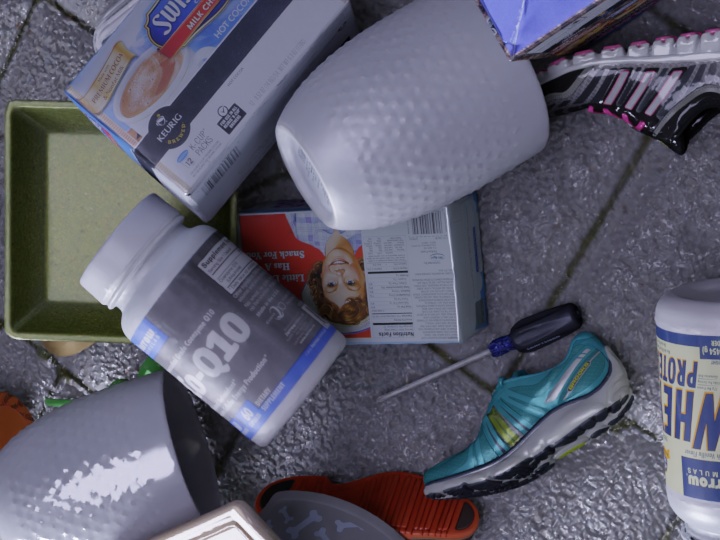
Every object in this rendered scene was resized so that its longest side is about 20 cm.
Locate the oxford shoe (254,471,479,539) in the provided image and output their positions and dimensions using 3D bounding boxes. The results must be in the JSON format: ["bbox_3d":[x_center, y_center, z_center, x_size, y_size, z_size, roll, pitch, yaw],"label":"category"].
[{"bbox_3d":[0.010,0.220,1.606,0.198,0.071,0.073,2,126,23],"label":"oxford shoe"}]

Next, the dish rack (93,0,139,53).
[{"bbox_3d":[-0.134,-0.187,1.603,0.199,0.043,0.173,-33,85,25],"label":"dish rack"}]

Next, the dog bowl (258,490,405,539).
[{"bbox_3d":[-0.036,0.281,1.587,0.198,0.059,0.202,13,129,17],"label":"dog bowl"}]

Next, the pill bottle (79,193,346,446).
[{"bbox_3d":[-0.120,0.037,1.507,0.199,0.114,0.114,39,113,0],"label":"pill bottle"}]

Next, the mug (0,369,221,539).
[{"bbox_3d":[-0.219,0.197,1.643,0.174,0.201,0.149,-18,51,5],"label":"mug"}]

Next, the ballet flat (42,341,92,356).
[{"bbox_3d":[-0.233,0.011,1.671,0.200,0.063,0.069,-43,83,25],"label":"ballet flat"}]

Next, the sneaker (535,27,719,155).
[{"bbox_3d":[0.218,-0.129,1.433,0.198,0.074,0.089,-8,90,21],"label":"sneaker"}]

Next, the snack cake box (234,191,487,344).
[{"bbox_3d":[0.000,0.000,1.561,0.198,0.067,0.116,-1,100,25],"label":"snack cake box"}]

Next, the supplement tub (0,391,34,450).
[{"bbox_3d":[-0.402,0.181,1.747,0.198,0.122,0.124,-15,93,27],"label":"supplement tub"}]

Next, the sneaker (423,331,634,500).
[{"bbox_3d":[0.131,0.125,1.531,0.199,0.077,0.080,-36,66,20],"label":"sneaker"}]

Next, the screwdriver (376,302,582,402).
[{"bbox_3d":[0.093,0.073,1.548,0.198,0.029,0.028,-25,88,21],"label":"screwdriver"}]

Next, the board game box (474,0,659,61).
[{"bbox_3d":[0.175,-0.236,1.360,0.159,0.200,0.097,-32,86,21],"label":"board game box"}]

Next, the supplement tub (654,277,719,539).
[{"bbox_3d":[0.296,0.112,1.401,0.143,0.145,0.203,-2,98,25],"label":"supplement tub"}]

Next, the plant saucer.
[{"bbox_3d":[-0.198,-0.041,1.586,0.197,0.048,0.202,2,97,5],"label":"plant saucer"}]

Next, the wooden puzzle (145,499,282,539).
[{"bbox_3d":[-0.095,0.271,1.545,0.199,0.037,0.185,-24,115,41],"label":"wooden puzzle"}]

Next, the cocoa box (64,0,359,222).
[{"bbox_3d":[-0.113,-0.163,1.481,0.131,0.133,0.200,39,87,7],"label":"cocoa box"}]

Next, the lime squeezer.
[{"bbox_3d":[-0.211,0.091,1.690,0.200,0.038,0.071,-41,81,26],"label":"lime squeezer"}]

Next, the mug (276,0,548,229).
[{"bbox_3d":[0.026,-0.110,1.455,0.174,0.200,0.149,-30,89,-13],"label":"mug"}]
